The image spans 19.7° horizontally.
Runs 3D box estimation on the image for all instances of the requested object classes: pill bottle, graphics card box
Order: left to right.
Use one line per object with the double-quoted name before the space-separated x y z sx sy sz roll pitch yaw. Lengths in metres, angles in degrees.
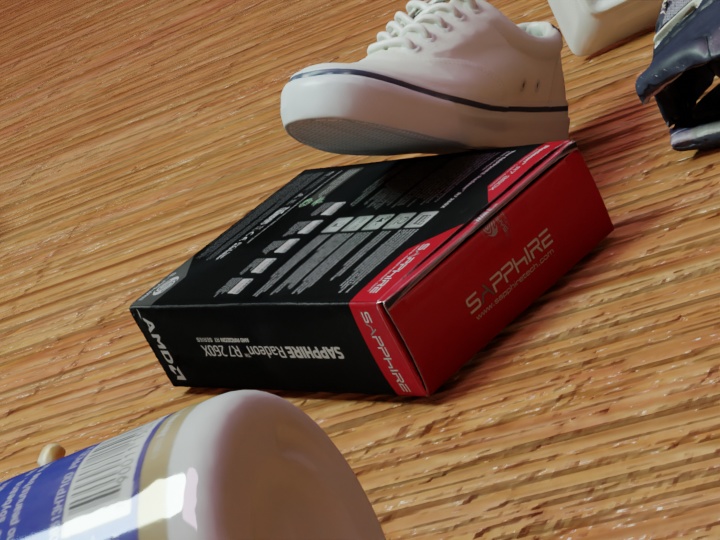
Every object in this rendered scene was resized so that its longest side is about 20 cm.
"pill bottle" -0.096 0.122 0.623 0.200 0.120 0.120 -22 20 22
"graphics card box" 0.000 0.000 0.908 0.125 0.051 0.200 -40 22 -31

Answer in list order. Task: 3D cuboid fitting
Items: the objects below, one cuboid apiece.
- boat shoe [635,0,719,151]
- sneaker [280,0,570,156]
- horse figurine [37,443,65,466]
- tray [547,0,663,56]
"boat shoe" 0.207 -0.110 0.874 0.200 0.075 0.093 -25 24 39
"sneaker" 0.029 -0.088 0.925 0.073 0.071 0.200 -3 0 31
"horse figurine" -0.214 0.121 0.892 0.200 0.050 0.133 -1 50 40
"tray" 0.177 -0.197 1.066 0.200 0.108 0.022 -25 7 14
